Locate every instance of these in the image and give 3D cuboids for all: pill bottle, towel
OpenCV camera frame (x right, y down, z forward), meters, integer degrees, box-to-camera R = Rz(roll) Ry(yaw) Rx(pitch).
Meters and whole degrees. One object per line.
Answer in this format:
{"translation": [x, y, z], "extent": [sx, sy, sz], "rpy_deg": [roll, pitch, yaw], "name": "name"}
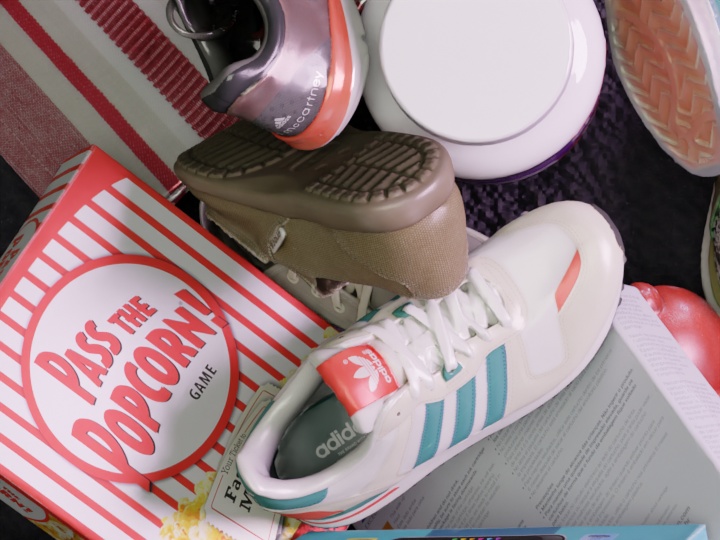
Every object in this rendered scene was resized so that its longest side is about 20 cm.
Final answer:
{"translation": [0.055, -0.096, 1.274], "extent": [0.111, 0.200, 0.112], "rpy_deg": [0, 91, 4], "name": "pill bottle"}
{"translation": [-0.096, -0.118, 1.362], "extent": [0.200, 0.023, 0.144], "rpy_deg": [-44, 72, 3], "name": "towel"}

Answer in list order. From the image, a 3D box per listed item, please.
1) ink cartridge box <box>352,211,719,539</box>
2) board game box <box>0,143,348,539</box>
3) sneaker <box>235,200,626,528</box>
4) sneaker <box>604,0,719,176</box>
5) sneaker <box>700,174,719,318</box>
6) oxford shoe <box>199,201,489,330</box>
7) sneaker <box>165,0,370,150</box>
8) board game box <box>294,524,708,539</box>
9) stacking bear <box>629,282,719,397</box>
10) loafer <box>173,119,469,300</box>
{"translation": [0.091, 0.110, 1.286], "extent": [0.200, 0.041, 0.200], "rpy_deg": [56, 128, 37], "name": "ink cartridge box"}
{"translation": [-0.091, 0.063, 1.288], "extent": [0.200, 0.046, 0.152], "rpy_deg": [37, 70, -14], "name": "board game box"}
{"translation": [0.028, 0.043, 1.218], "extent": [0.200, 0.093, 0.070], "rpy_deg": [-38, 74, 13], "name": "sneaker"}
{"translation": [0.151, -0.145, 1.276], "extent": [0.080, 0.071, 0.200], "rpy_deg": [-19, 92, -29], "name": "sneaker"}
{"translation": [0.195, -0.064, 1.319], "extent": [0.077, 0.089, 0.200], "rpy_deg": [-5, 88, 3], "name": "sneaker"}
{"translation": [0.000, 0.000, 1.308], "extent": [0.200, 0.058, 0.075], "rpy_deg": [26, 101, 33], "name": "oxford shoe"}
{"translation": [-0.054, -0.149, 1.216], "extent": [0.077, 0.082, 0.200], "rpy_deg": [-42, 53, 39], "name": "sneaker"}
{"translation": [0.064, 0.189, 1.224], "extent": [0.200, 0.047, 0.151], "rpy_deg": [-4, 104, 31], "name": "board game box"}
{"translation": [0.159, 0.103, 1.319], "extent": [0.114, 0.121, 0.200], "rpy_deg": [-22, 82, 6], "name": "stacking bear"}
{"translation": [-0.019, -0.026, 1.237], "extent": [0.076, 0.200, 0.068], "rpy_deg": [-29, 112, -19], "name": "loafer"}
